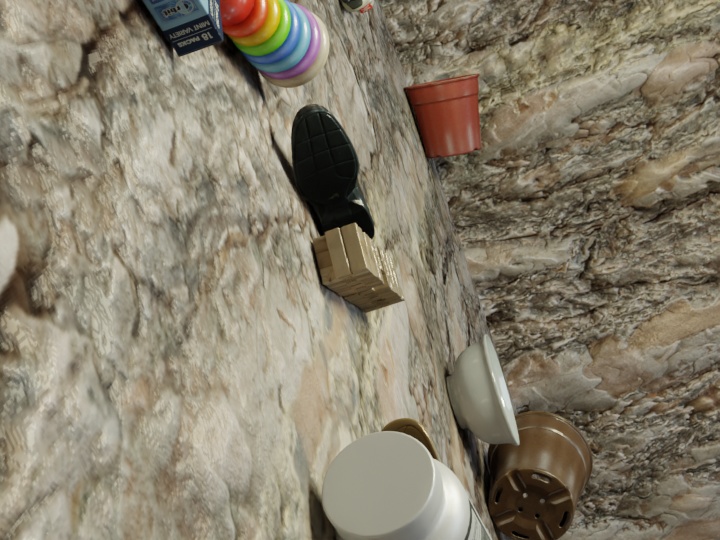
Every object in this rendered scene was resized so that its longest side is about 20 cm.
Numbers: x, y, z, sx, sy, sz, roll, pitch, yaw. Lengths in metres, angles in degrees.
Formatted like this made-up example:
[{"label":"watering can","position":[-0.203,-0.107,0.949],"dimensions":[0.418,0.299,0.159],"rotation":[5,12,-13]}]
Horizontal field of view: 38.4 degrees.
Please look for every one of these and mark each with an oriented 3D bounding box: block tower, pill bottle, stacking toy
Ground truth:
[{"label":"block tower","position":[0.000,0.000,1.175],"dimensions":[0.200,0.054,0.058],"rotation":[43,32,-71]},{"label":"pill bottle","position":[0.046,0.227,0.874],"dimensions":[0.200,0.116,0.116],"rotation":[62,15,-44]},{"label":"stacking toy","position":[-0.102,-0.243,1.002],"dimensions":[0.200,0.085,0.085],"rotation":[17,56,-70]}]

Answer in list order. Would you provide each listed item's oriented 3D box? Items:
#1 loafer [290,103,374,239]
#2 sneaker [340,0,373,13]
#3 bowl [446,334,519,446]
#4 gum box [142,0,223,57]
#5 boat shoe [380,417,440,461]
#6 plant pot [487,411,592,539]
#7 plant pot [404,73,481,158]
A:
[{"label":"loafer","position":[-0.038,-0.109,1.140],"dimensions":[0.200,0.073,0.072],"rotation":[76,-4,-47]},{"label":"sneaker","position":[0.001,-0.537,2.012],"dimensions":[0.093,0.070,0.200],"rotation":[58,14,-35]},{"label":"bowl","position":[0.207,0.219,1.803],"dimensions":[0.201,0.090,0.201],"rotation":[-17,90,-80]},{"label":"gum box","position":[-0.169,-0.295,0.792],"dimensions":[0.200,0.045,0.170],"rotation":[58,18,-52]},{"label":"boat shoe","position":[0.058,0.247,1.050],"dimensions":[0.065,0.072,0.200],"rotation":[25,50,-88]},{"label":"plant pot","position":[0.320,0.386,1.889],"dimensions":[0.198,0.200,0.200],"rotation":[-47,119,-70]},{"label":"plant pot","position":[0.230,-0.403,2.720],"dimensions":[0.201,0.201,0.195],"rotation":[-59,139,-76]}]
